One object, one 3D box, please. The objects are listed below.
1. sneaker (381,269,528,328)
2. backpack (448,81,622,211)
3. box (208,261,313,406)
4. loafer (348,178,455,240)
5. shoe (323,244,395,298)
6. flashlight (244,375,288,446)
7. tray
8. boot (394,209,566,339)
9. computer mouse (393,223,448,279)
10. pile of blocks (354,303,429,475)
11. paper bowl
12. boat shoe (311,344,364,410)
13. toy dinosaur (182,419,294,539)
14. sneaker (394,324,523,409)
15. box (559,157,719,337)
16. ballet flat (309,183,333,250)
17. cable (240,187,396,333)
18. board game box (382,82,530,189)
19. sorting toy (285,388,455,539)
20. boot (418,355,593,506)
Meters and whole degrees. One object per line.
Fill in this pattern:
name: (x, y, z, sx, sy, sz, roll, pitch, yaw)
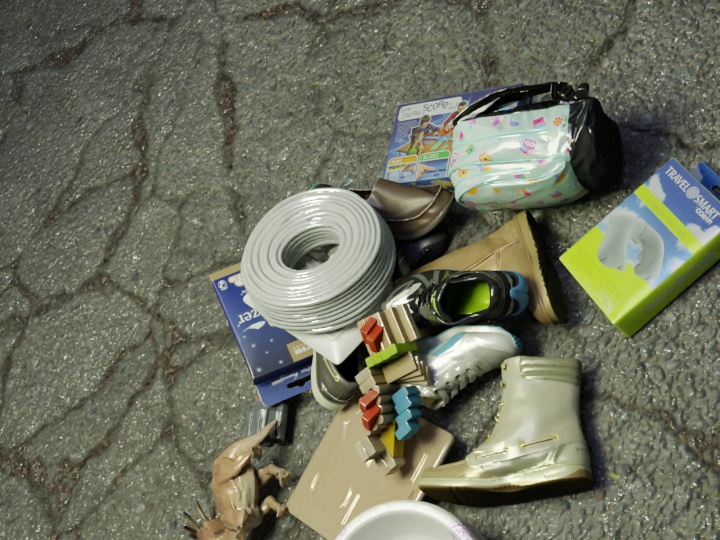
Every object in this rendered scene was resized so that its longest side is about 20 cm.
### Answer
sneaker: (0.100, 0.030, 1.272, 0.199, 0.082, 0.071, -8, 84, 41)
backpack: (0.203, -0.141, 1.309, 0.199, 0.167, 0.128, -4, 69, 26)
box: (-0.113, 0.071, 1.460, 0.120, 0.032, 0.201, -22, 68, -11)
loafer: (0.039, -0.085, 1.449, 0.199, 0.071, 0.073, -8, 40, 44)
shoe: (0.000, 0.000, 1.428, 0.070, 0.053, 0.201, -44, 61, 23)
flashlight: (-0.127, 0.138, 1.484, 0.067, 0.068, 0.201, 6, 68, -2)
tray: (-0.060, 0.037, 1.389, 0.199, 0.022, 0.107, 30, 68, 40)
boot: (0.146, 0.035, 1.334, 0.199, 0.066, 0.176, -30, 41, 21)
computer mouse: (0.038, 0.005, 1.451, 0.200, 0.034, 0.059, -43, 47, 10)
pile of blocks: (0.031, 0.140, 1.255, 0.082, 0.062, 0.202, -3, 89, 35)
paper bowl: (0.059, 0.356, 1.165, 0.199, 0.104, 0.202, -8, 68, 21)
boat shoe: (-0.033, 0.079, 1.404, 0.061, 0.071, 0.202, -47, 43, 43)
toy dinosaur: (-0.165, 0.286, 1.385, 0.135, 0.086, 0.202, -9, 67, 42)
sneaker: (0.104, 0.121, 1.298, 0.199, 0.076, 0.081, -18, 53, 28)
box: (0.340, -0.034, 1.230, 0.200, 0.048, 0.122, -43, 47, 11)
ballet flat: (-0.091, -0.036, 1.554, 0.068, 0.068, 0.201, 32, 87, 35)
cable: (-0.053, -0.015, 1.366, 0.199, 0.069, 0.200, 18, 59, 35)
board game box: (0.130, -0.178, 1.483, 0.199, 0.034, 0.136, -3, 64, 36)
sorting toy: (0.012, 0.253, 1.331, 0.199, 0.036, 0.186, 22, 80, 48)
boot: (0.161, 0.181, 1.226, 0.199, 0.072, 0.156, -12, 59, 24)
